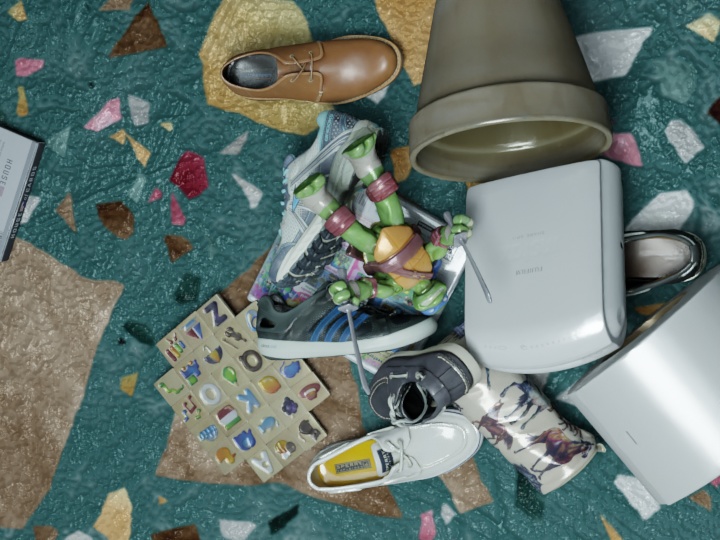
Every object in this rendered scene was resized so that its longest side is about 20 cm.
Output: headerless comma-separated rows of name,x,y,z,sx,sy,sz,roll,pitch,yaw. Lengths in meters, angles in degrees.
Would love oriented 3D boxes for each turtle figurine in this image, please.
turtle figurine,0.031,-0.026,1.319,0.144,0.200,0.194,-31,103,29

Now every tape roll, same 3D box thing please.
tape roll,0.317,0.107,1.292,0.203,0.203,0.139,-41,84,15

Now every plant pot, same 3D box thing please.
plant pot,0.141,-0.197,1.331,0.199,0.200,0.174,-7,78,16

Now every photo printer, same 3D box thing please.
photo printer,0.182,0.002,1.336,0.166,0.069,0.201,-10,67,33

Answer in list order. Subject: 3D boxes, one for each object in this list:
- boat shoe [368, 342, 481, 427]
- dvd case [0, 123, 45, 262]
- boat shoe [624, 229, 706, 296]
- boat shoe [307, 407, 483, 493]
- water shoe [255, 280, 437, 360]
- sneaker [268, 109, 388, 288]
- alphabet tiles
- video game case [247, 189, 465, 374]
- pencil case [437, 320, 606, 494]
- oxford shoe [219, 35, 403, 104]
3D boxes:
boat shoe,0.048,0.125,1.378,0.073,0.063,0.200,51,150,-4
dvd case,-0.480,-0.116,1.582,0.199,0.025,0.151,23,101,12
boat shoe,0.248,-0.006,1.370,0.199,0.068,0.072,-8,94,19
boat shoe,0.035,0.198,1.446,0.199,0.070,0.071,-14,91,17
water shoe,-0.020,0.049,1.423,0.199,0.071,0.079,-7,91,15
sneaker,-0.049,-0.077,1.426,0.086,0.078,0.201,32,96,22
alphabet tiles,-0.134,0.133,1.508,0.166,0.006,0.200,-39,89,20
video game case,0.000,0.000,1.462,0.199,0.024,0.183,30,103,10
pencil case,0.158,0.141,1.402,0.089,0.078,0.200,-44,83,1
oxford shoe,-0.054,-0.211,1.432,0.199,0.071,0.072,-6,92,14
